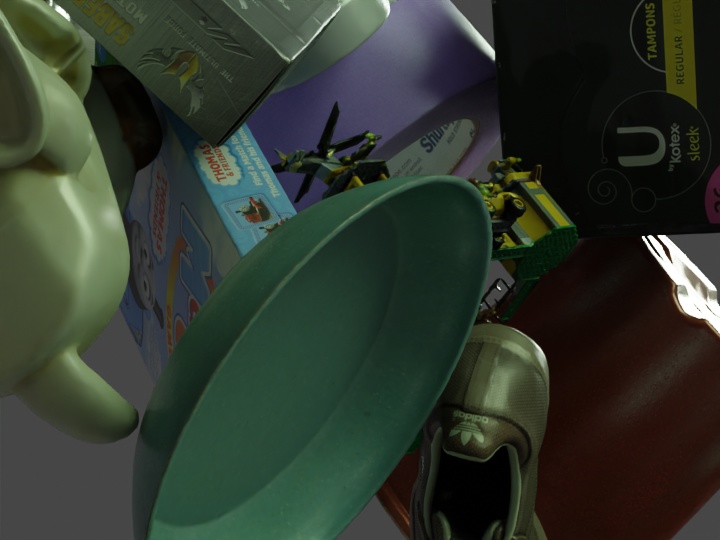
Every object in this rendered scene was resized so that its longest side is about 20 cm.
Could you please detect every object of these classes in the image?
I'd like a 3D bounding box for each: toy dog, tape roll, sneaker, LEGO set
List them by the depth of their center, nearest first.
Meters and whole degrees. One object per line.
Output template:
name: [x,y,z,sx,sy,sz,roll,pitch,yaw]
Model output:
toy dog: [-0.135,-0.038,0.700,0.194,0.140,0.200,40,10,-8]
sneaker: [0.047,0.119,0.858,0.070,0.201,0.076,10,40,16]
LEGO set: [0.000,0.000,0.923,0.153,0.201,0.116,-13,54,-38]
tape roll: [-0.005,-0.061,1.039,0.066,0.200,0.200,50,13,12]

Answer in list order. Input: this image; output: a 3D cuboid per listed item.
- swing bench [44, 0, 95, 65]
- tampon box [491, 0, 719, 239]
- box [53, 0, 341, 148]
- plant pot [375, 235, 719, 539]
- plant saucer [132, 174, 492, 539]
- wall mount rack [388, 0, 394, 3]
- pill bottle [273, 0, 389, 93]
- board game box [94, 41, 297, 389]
swing bench: [-0.191,-0.173,0.935,0.200,0.130,0.199,49,13,5]
tampon box: [0.150,-0.110,1.013,0.200,0.125,0.151,-43,129,-71]
box: [-0.103,-0.148,0.766,0.200,0.048,0.158,42,17,-7]
plant pot: [0.127,0.083,1.050,0.201,0.195,0.201,44,14,-14]
plant saucer: [-0.024,0.043,0.714,0.036,0.201,0.200,33,7,24]
wall mount rack: [-0.056,-0.121,1.110,0.200,0.173,0.075,30,38,-77]
pill bottle: [-0.070,-0.190,0.902,0.201,0.111,0.111,58,9,-20]
board game box: [-0.076,-0.013,0.825,0.036,0.152,0.200,-10,43,-22]
